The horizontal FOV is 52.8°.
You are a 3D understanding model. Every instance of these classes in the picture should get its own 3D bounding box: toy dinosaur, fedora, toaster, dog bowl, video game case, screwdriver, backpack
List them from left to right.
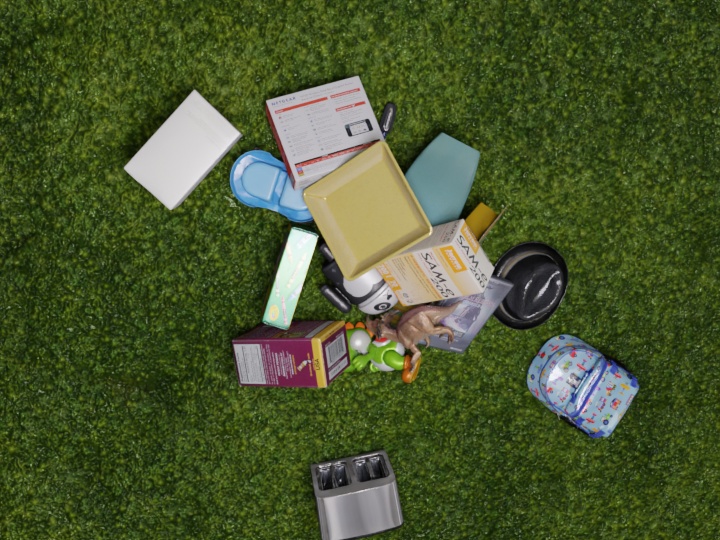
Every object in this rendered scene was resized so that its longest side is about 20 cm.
[{"bbox_3d":[-0.161,-0.167,1.456,0.199,0.050,0.112,18,92,-2],"label":"dog bowl"},{"bbox_3d":[-0.012,0.480,1.537,0.179,0.200,0.120,-11,105,-5],"label":"toaster"},{"bbox_3d":[0.036,-0.250,1.505,0.029,0.028,0.201,17,94,-39],"label":"screwdriver"},{"bbox_3d":[0.106,0.107,1.454,0.200,0.086,0.136,-38,102,21],"label":"toy dinosaur"},{"bbox_3d":[0.218,0.088,1.535,0.142,0.019,0.201,16,118,-35],"label":"video game case"},{"bbox_3d":[0.374,0.040,1.568,0.199,0.092,0.202,-1,99,-8],"label":"fedora"},{"bbox_3d":[0.481,0.247,1.600,0.199,0.135,0.183,35,92,-9],"label":"backpack"}]

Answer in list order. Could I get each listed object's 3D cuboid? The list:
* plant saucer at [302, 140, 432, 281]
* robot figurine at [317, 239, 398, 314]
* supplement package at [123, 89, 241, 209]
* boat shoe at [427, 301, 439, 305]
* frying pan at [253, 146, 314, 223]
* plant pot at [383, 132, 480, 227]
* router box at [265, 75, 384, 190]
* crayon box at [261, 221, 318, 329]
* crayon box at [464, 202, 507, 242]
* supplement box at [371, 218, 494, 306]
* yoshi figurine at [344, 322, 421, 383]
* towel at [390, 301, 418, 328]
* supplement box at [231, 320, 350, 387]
[{"bbox_3d":[0.016,-0.112,1.387,0.199,0.048,0.201,-30,86,20],"label":"plant saucer"},{"bbox_3d":[0.001,-0.001,1.493,0.200,0.125,0.150,46,131,-12],"label":"robot figurine"},{"bbox_3d":[-0.341,-0.233,1.410,0.120,0.121,0.200,42,91,-12],"label":"supplement package"},{"bbox_3d":[0.188,0.082,1.573,0.199,0.063,0.073,-30,132,-1],"label":"boat shoe"},{"bbox_3d":[-0.130,-0.188,1.497,0.114,0.031,0.191,-25,105,-5],"label":"frying pan"},{"bbox_3d":[0.156,-0.163,1.470,0.141,0.141,0.201,29,86,6],"label":"plant pot"},{"bbox_3d":[-0.066,-0.273,1.431,0.199,0.049,0.181,-18,77,-13],"label":"router box"},{"bbox_3d":[-0.146,0.007,1.478,0.058,0.119,0.201,17,97,-10],"label":"crayon box"},{"bbox_3d":[0.209,-0.051,1.463,0.051,0.126,0.200,37,136,8],"label":"crayon box"},{"bbox_3d":[0.136,-0.010,1.388,0.126,0.199,0.074,53,48,-24],"label":"supplement box"},{"bbox_3d":[0.021,0.191,1.536,0.199,0.112,0.113,21,130,11],"label":"yoshi figurine"},{"bbox_3d":[0.105,0.045,1.540,0.018,0.086,0.202,2,100,-33],"label":"towel"},{"bbox_3d":[-0.138,0.167,1.461,0.199,0.131,0.104,-3,102,23],"label":"supplement box"}]
